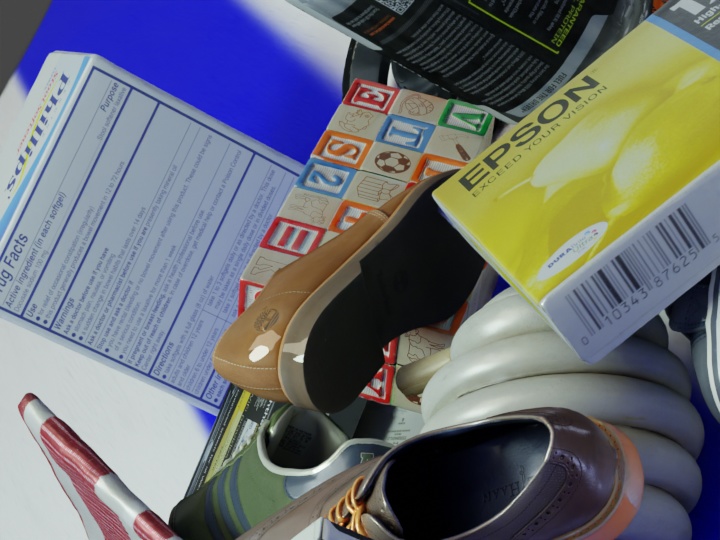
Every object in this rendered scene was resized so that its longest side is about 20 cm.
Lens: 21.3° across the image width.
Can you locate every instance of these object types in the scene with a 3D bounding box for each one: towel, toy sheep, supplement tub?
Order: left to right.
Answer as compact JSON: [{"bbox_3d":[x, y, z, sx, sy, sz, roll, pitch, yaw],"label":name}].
[{"bbox_3d":[-0.088,0.155,0.913,0.023,0.144,0.200,-38,53,-18],"label":"towel"},{"bbox_3d":[0.062,-0.155,1.012,0.123,0.200,0.123,-45,29,35],"label":"supplement tub"},{"bbox_3d":[0.084,0.071,0.832,0.138,0.138,0.200,-33,54,48],"label":"toy sheep"}]

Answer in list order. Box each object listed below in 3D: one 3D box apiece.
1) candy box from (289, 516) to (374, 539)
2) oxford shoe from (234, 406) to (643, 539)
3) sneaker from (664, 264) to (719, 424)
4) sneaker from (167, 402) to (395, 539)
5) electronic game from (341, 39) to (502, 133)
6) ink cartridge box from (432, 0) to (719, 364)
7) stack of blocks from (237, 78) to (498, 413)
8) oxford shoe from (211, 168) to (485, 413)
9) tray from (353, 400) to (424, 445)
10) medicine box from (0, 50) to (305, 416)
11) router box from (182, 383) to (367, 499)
[{"bbox_3d":[0.026,0.182,0.749,0.136,0.200,0.061,-41,32,41],"label":"candy box"},{"bbox_3d":[0.007,0.097,0.748,0.200,0.073,0.071,-27,59,22],"label":"oxford shoe"},{"bbox_3d":[0.160,-0.001,0.811,0.079,0.078,0.200,-24,34,39],"label":"sneaker"},{"bbox_3d":[-0.032,0.105,0.889,0.200,0.067,0.090,8,89,65],"label":"sneaker"},{"bbox_3d":[0.052,-0.145,1.216,0.200,0.042,0.200,-35,44,43],"label":"electronic game"},{"bbox_3d":[0.128,-0.068,0.816,0.198,0.047,0.200,-40,28,0],"label":"ink cartridge box"},{"bbox_3d":[0.020,-0.018,1.042,0.200,0.115,0.059,-64,-15,-49],"label":"stack of blocks"},{"bbox_3d":[0.000,0.000,0.923,0.071,0.071,0.200,4,26,34],"label":"oxford shoe"},{"bbox_3d":[0.029,0.092,1.051,0.200,0.022,0.108,-12,55,60],"label":"tray"},{"bbox_3d":[-0.153,-0.027,1.312,0.182,0.200,0.103,-64,24,-3],"label":"medicine box"},{"bbox_3d":[-0.058,0.120,1.114,0.157,0.052,0.200,-175,107,-78],"label":"router box"}]
